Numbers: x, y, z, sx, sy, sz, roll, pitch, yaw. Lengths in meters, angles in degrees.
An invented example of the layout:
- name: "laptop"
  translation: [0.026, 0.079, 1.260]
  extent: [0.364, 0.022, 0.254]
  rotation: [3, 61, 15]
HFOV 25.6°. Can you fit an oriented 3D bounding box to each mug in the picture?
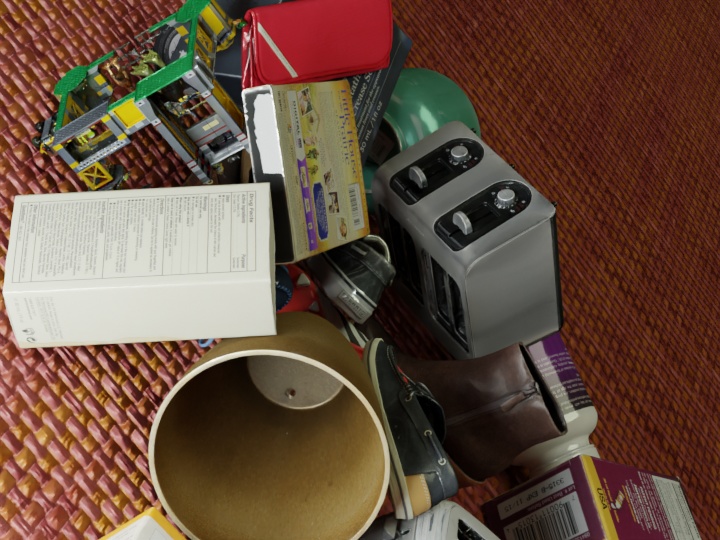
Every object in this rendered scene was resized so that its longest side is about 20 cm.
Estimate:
- name: "mug"
  translation: [0.021, -0.132, 1.675]
  extent: [0.114, 0.184, 0.153]
  rotation: [-22, 105, -57]

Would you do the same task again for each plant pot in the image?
- name: "plant pot"
  translation: [-0.061, 0.114, 1.301]
  extent: [0.187, 0.186, 0.200]
  rotation: [50, 16, -12]

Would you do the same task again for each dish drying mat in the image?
- name: "dish drying mat"
  translation: [-0.035, -0.208, 1.434]
  extent: [0.200, 0.018, 0.077]
  rotation: [-19, 114, -49]

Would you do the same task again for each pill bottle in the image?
- name: "pill bottle"
  translation: [0.176, 0.126, 1.672]
  extent: [0.112, 0.112, 0.201]
  rotation: [-2, 63, -56]

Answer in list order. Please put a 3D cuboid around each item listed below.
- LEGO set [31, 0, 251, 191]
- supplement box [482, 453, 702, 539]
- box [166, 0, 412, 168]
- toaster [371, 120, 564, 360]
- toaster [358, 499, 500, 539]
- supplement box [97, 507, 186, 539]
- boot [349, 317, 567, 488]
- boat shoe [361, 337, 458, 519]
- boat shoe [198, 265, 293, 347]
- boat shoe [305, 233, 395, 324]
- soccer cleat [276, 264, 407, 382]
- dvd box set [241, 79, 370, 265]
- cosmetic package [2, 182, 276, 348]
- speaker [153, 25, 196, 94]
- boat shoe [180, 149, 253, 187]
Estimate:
- name: "LEGO set"
  translation: [-0.165, -0.128, 1.349]
  extent: [0.116, 0.200, 0.154]
  rotation: [51, 14, -33]
- name: "supplement box"
  translation: [0.242, 0.268, 1.618]
  extent: [0.200, 0.131, 0.103]
  rotation: [19, 47, -48]
- name: "box"
  translation: [-0.062, -0.205, 1.503]
  extent: [0.200, 0.107, 0.149]
  rotation: [36, 72, -50]
- name: "toaster"
  translation: [0.109, -0.018, 1.571]
  extent: [0.181, 0.118, 0.200]
  rotation: [49, -21, 41]
- name: "toaster"
  translation: [0.065, 0.284, 1.347]
  extent: [0.200, 0.129, 0.114]
  rotation: [44, 33, -22]
- name: "supplement box"
  translation: [-0.158, 0.278, 1.083]
  extent: [0.126, 0.073, 0.200]
  rotation: [49, 31, -14]
- name: "boot"
  translation: [0.090, 0.102, 1.514]
  extent: [0.200, 0.166, 0.072]
  rotation: [60, 30, 5]
- name: "boat shoe"
  translation: [0.040, 0.130, 1.349]
  extent: [0.200, 0.062, 0.075]
  rotation: [-106, -178, -54]
- name: "boat shoe"
  translation: [-0.145, 0.028, 1.326]
  extent: [0.199, 0.084, 0.069]
  rotation: [-1, 49, -29]
- name: "boat shoe"
  translation: [0.000, 0.000, 1.501]
  extent: [0.072, 0.071, 0.200]
  rotation: [47, 1, -16]
- name: "soccer cleat"
  translation: [-0.038, 0.063, 1.476]
  extent: [0.200, 0.069, 0.085]
  rotation: [40, -11, 4]
- name: "dvd box set"
  translation: [-0.044, -0.089, 1.367]
  extent: [0.200, 0.029, 0.147]
  rotation: [-26, 109, -70]
- name: "cosmetic package"
  translation: [-0.165, -0.004, 1.217]
  extent: [0.073, 0.199, 0.104]
  rotation: [89, -1, -50]
- name: "speaker"
  translation: [-0.112, -0.204, 1.594]
  extent: [0.200, 0.081, 0.081]
  rotation: [7, 56, -53]
- name: "boat shoe"
  translation: [-0.135, -0.061, 1.451]
  extent: [0.070, 0.071, 0.200]
  rotation: [7, 41, -6]
